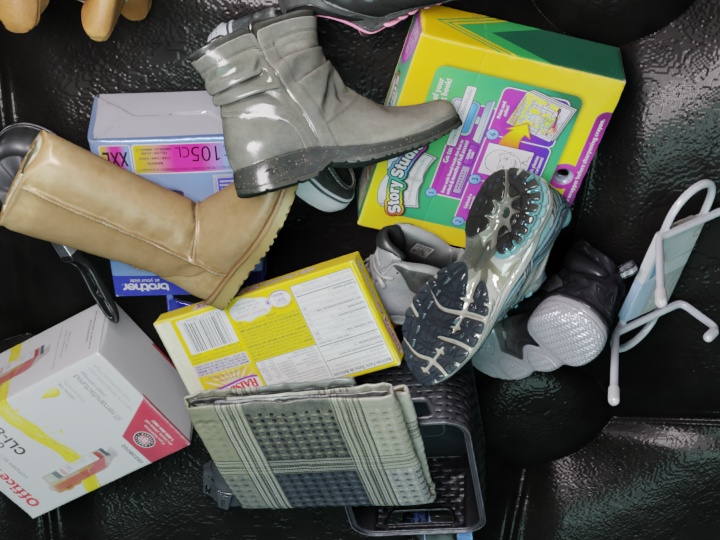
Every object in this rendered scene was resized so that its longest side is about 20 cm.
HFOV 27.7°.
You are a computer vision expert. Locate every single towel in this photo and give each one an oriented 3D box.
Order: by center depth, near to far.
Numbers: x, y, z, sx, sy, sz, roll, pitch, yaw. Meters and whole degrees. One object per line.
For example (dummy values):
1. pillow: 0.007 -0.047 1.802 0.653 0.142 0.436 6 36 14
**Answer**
1. towel: -0.040 0.154 1.301 0.192 0.035 0.200 -3 143 12

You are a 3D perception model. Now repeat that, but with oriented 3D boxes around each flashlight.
1. flashlight: -0.113 0.171 1.423 0.068 0.068 0.200 41 152 20

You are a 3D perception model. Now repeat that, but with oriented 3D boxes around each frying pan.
1. frying pan: -0.272 -0.039 1.265 0.115 0.031 0.191 16 127 24

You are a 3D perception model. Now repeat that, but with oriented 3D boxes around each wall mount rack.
1. wall mount rack: 0.269 0.025 1.279 0.173 0.075 0.200 -23 142 -38

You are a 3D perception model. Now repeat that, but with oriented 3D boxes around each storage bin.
1. storage bin: 0.046 0.164 1.399 0.135 0.094 0.200 -4 141 8

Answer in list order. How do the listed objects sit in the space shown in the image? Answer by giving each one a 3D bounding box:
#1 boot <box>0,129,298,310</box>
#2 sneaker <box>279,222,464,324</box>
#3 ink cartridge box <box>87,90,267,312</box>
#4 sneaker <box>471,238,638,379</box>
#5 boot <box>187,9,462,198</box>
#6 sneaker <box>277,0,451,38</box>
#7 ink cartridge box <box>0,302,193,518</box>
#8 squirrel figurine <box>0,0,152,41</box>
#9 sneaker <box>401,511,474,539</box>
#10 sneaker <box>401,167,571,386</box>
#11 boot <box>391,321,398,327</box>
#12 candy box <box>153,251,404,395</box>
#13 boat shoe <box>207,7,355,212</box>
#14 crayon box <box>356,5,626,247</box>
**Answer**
1. boot: -0.166 -0.060 1.161 0.199 0.066 0.175 24 122 -17
2. sneaker: 0.000 0.000 1.258 0.199 0.075 0.116 -5 147 1
3. ink cartridge box: -0.151 -0.052 1.259 0.136 0.076 0.200 -2 131 1
4. sneaker: 0.170 0.035 1.332 0.076 0.114 0.200 53 149 -17
5. boot: -0.023 -0.140 1.114 0.199 0.068 0.131 -16 92 -21
6. sneaker: 0.024 -0.223 1.127 0.199 0.079 0.096 4 136 6
7. ink cartridge box: -0.280 0.137 1.405 0.200 0.084 0.145 -26 125 20
8. squirrel figurine: -0.243 -0.276 1.057 0.186 0.142 0.201 15 114 1
9. sneaker: 0.086 0.330 1.583 0.078 0.070 0.201 -1 123 5
10. sneaker: 0.112 0.015 1.210 0.086 0.078 0.200 14 113 -48
11. boot: -0.044 0.060 1.332 0.199 0.107 0.075 -13 127 8
12. candy box: -0.071 0.058 1.254 0.199 0.026 0.102 -17 111 22
13. boat shoe: -0.047 -0.127 1.193 0.071 0.072 0.200 -21 131 20
14. crayon box: 0.103 -0.111 1.222 0.172 0.058 0.200 12 130 -9
